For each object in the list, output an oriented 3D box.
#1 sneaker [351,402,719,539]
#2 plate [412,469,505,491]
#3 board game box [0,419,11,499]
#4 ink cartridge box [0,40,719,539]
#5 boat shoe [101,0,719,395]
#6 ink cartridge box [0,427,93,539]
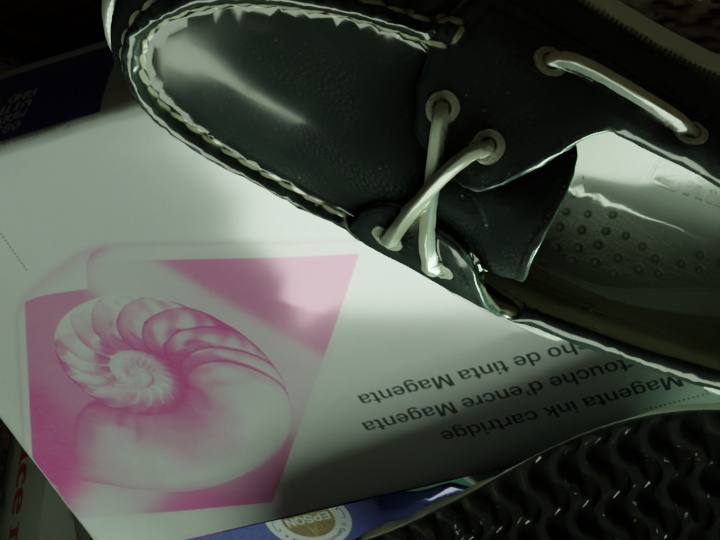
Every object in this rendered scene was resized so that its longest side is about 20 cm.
[{"bbox_3d":[0.060,0.077,0.661,0.199,0.071,0.093,-22,178,25],"label":"sneaker"},{"bbox_3d":[0.035,0.101,0.929,0.200,0.026,0.200,33,158,15],"label":"plate"},{"bbox_3d":[-0.215,0.099,0.834,0.159,0.201,0.097,21,154,-36],"label":"board game box"},{"bbox_3d":[-0.002,0.017,0.655,0.196,0.043,0.200,-15,128,23],"label":"ink cartridge box"},{"bbox_3d":[0.039,-0.023,0.541,0.199,0.060,0.076,14,130,-8],"label":"boat shoe"},{"bbox_3d":[-0.115,0.114,0.925,0.083,0.146,0.200,14,157,-24],"label":"ink cartridge box"}]
